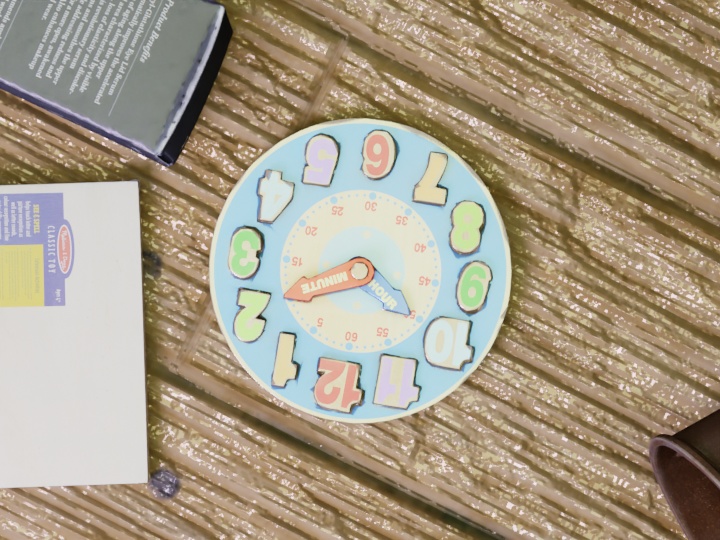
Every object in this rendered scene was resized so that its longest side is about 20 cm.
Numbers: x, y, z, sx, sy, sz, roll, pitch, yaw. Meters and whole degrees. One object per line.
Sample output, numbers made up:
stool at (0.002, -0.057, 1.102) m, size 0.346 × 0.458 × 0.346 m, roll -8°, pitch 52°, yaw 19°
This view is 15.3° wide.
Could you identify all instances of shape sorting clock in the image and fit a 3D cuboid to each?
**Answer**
shape sorting clock at (0.000, 0.000, 1.755) m, size 0.199 × 0.039 × 0.201 m, roll 0°, pitch 90°, yaw -1°

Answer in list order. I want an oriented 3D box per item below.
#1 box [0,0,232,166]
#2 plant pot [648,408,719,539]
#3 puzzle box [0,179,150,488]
box at (-0.190, -0.154, 1.699) m, size 0.199 × 0.148 × 0.105 m, roll 25°, pitch 89°, yaw -2°
plant pot at (0.320, 0.134, 1.693) m, size 0.198 × 0.200 × 0.201 m, roll -34°, pitch 90°, yaw -9°
puzzle box at (-0.206, 0.042, 1.759) m, size 0.132 × 0.025 × 0.201 m, roll -1°, pitch 90°, yaw 0°
